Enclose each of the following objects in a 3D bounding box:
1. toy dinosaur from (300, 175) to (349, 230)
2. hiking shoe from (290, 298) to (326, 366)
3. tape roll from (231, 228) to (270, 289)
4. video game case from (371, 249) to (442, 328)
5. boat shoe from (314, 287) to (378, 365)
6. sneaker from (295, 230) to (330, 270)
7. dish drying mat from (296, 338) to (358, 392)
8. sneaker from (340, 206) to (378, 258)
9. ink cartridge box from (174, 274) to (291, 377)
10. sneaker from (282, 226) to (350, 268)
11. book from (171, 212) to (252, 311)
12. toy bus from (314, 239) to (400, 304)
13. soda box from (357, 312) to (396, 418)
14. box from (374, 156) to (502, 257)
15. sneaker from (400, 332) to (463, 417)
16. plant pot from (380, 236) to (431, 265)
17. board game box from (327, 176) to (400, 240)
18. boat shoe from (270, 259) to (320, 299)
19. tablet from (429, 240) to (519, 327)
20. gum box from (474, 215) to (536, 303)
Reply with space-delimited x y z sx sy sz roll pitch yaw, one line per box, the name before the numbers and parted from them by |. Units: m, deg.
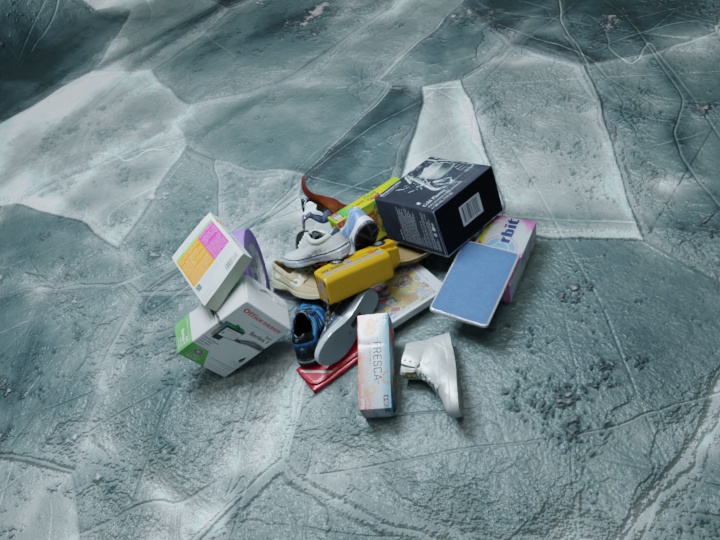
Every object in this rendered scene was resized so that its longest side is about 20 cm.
toy dinosaur | -0.051 -0.132 1.598 0.180 0.200 0.106 -3 62 -6
hiking shoe | -0.110 0.110 1.449 0.074 0.087 0.201 -11 38 5
tape roll | -0.262 0.009 1.511 0.065 0.201 0.201 -12 47 4
video game case | 0.066 0.049 1.493 0.199 0.023 0.182 -31 41 -13
boat shoe | -0.049 0.113 1.423 0.091 0.071 0.201 14 56 44
sneaker | -0.105 -0.043 1.600 0.078 0.077 0.200 -30 47 -10
dish drying mat | -0.038 0.176 1.425 0.199 0.018 0.077 -35 48 -16
sneaker | -0.010 -0.059 1.511 0.075 0.201 0.077 -13 52 -28
ink cartridge box | -0.267 0.119 1.406 0.200 0.146 0.085 -36 45 17
sneaker | -0.103 -0.055 1.477 0.199 0.071 0.073 -12 15 41
book | -0.311 -0.024 1.392 0.134 0.048 0.200 -53 43 7
toy bus | 0.000 0.000 1.423 0.199 0.066 0.078 -23 24 -23
soda box | 0.033 0.188 1.334 0.068 0.064 0.201 -6 63 11
box | 0.177 -0.150 1.512 0.200 0.125 0.196 -38 33 -25
sneaker | 0.137 0.214 1.313 0.115 0.074 0.201 -12 37 7
plant pot | 0.110 -0.070 1.573 0.199 0.028 0.201 -15 33 10
board game box | 0.030 -0.127 1.582 0.199 0.102 0.048 -33 34 -16
boat shoe | -0.134 0.018 1.531 0.199 0.065 0.072 15 23 41
tablet | 0.241 0.025 1.397 0.129 0.014 0.201 16 58 25
gum box | 0.310 -0.035 1.482 0.113 0.066 0.201 14 55 26
